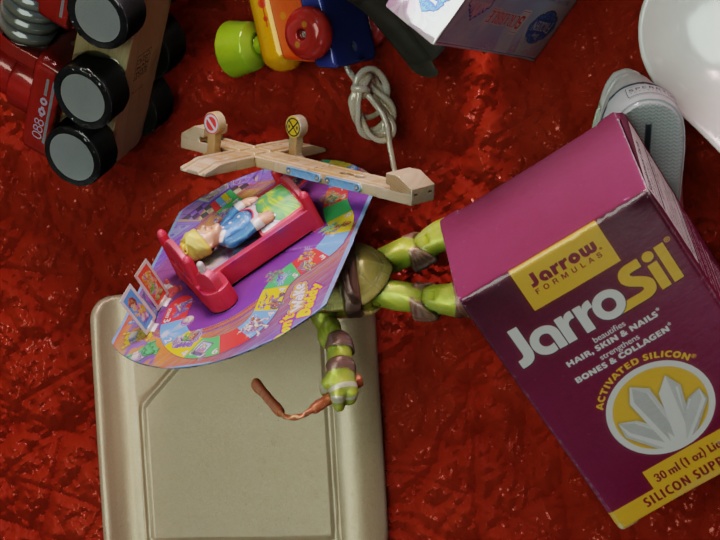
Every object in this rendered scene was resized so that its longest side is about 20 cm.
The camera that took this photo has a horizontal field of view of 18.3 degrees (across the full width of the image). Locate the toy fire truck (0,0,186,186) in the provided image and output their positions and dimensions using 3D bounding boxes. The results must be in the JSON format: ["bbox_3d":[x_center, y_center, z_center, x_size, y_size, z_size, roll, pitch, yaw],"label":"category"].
[{"bbox_3d":[-0.213,-0.184,1.490,0.199,0.129,0.177,29,132,13],"label":"toy fire truck"}]

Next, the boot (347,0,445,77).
[{"bbox_3d":[0.032,-0.238,1.439,0.077,0.138,0.201,0,56,46],"label":"boot"}]

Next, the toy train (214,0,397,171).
[{"bbox_3d":[-0.046,-0.148,1.470,0.115,0.084,0.202,-10,96,36],"label":"toy train"}]

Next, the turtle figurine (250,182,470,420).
[{"bbox_3d":[0.000,0.000,1.438,0.160,0.065,0.201,-9,47,2],"label":"turtle figurine"}]

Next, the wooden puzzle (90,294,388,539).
[{"bbox_3d":[-0.081,0.105,1.517,0.198,0.037,0.187,-3,91,16],"label":"wooden puzzle"}]

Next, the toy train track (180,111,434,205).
[{"bbox_3d":[-0.036,-0.077,1.427,0.199,0.114,0.033,16,111,38],"label":"toy train track"}]

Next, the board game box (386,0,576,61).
[{"bbox_3d":[0.118,-0.220,1.334,0.041,0.200,0.200,39,105,16],"label":"board game box"}]

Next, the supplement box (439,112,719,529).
[{"bbox_3d":[0.155,0.031,1.330,0.130,0.103,0.200,-31,117,13],"label":"supplement box"}]

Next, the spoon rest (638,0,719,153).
[{"bbox_3d":[0.237,-0.100,1.369,0.099,0.061,0.201,-24,85,20],"label":"spoon rest"}]

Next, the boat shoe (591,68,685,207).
[{"bbox_3d":[0.170,-0.028,1.398,0.073,0.067,0.201,3,116,-8],"label":"boat shoe"}]

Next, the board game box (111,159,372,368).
[{"bbox_3d":[-0.080,-0.021,1.426,0.157,0.201,0.039,-9,128,28],"label":"board game box"}]
